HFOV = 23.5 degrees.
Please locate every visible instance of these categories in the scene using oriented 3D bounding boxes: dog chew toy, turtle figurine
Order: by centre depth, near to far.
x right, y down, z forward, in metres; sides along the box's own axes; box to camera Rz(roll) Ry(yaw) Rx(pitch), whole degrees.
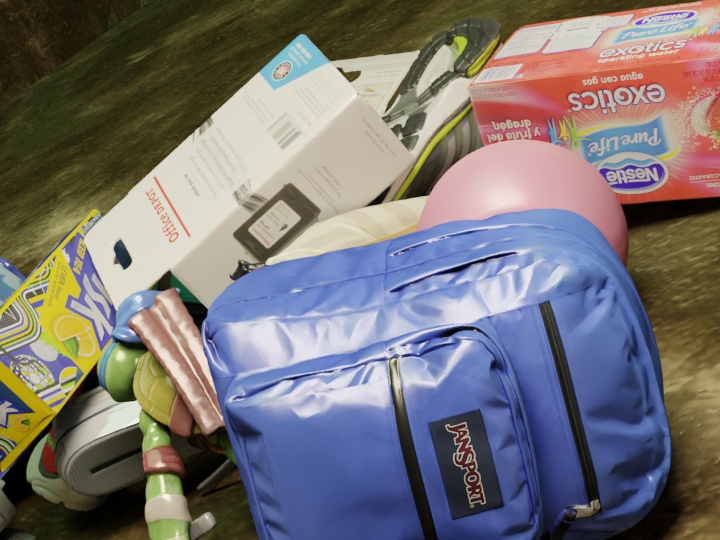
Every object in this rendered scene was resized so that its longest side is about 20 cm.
[{"bbox_3d":[0.088,0.013,0.958,0.124,0.125,0.200,-23,27,20],"label":"dog chew toy"},{"bbox_3d":[-0.058,0.113,0.980,0.193,0.202,0.144,10,8,31],"label":"turtle figurine"}]

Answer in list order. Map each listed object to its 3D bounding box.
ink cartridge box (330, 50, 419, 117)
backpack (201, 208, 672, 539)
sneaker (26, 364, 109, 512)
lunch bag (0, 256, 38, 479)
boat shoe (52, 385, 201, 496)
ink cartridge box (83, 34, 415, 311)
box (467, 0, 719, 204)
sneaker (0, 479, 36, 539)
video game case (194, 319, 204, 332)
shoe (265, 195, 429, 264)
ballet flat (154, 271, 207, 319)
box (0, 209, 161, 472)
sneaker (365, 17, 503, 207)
[{"bbox_3d":[-0.049,-0.078,1.295,0.160,0.050,0.200,-1,43,38],"label":"ink cartridge box"},{"bbox_3d":[0.043,0.069,0.791,0.199,0.164,0.168,-14,16,4],"label":"backpack"},{"bbox_3d":[-0.167,0.082,1.198,0.085,0.077,0.200,-59,12,31],"label":"sneaker"},{"bbox_3d":[-0.307,0.112,1.300,0.201,0.127,0.170,-55,6,21],"label":"lunch bag"},{"bbox_3d":[-0.102,0.073,1.089,0.199,0.074,0.067,-17,42,-12],"label":"boat shoe"},{"bbox_3d":[-0.074,-0.045,1.106,0.200,0.067,0.116,-42,34,3],"label":"ink cartridge box"},{"bbox_3d":[0.183,-0.107,1.100,0.199,0.095,0.103,-4,29,29],"label":"box"},{"bbox_3d":[-0.275,0.188,1.115,0.115,0.075,0.200,-34,15,-5],"label":"sneaker"},{"bbox_3d":[-0.044,0.004,1.248,0.199,0.022,0.183,-25,36,13],"label":"video game case"},{"bbox_3d":[0.000,0.000,1.065,0.199,0.070,0.053,-21,36,-16],"label":"shoe"},{"bbox_3d":[-0.126,0.012,1.227,0.199,0.068,0.068,9,77,34],"label":"ballet flat"},{"bbox_3d":[-0.198,0.039,1.105,0.064,0.070,0.200,-43,9,26],"label":"box"},{"bbox_3d":[0.047,-0.073,1.144,0.074,0.081,0.200,12,58,53],"label":"sneaker"}]
